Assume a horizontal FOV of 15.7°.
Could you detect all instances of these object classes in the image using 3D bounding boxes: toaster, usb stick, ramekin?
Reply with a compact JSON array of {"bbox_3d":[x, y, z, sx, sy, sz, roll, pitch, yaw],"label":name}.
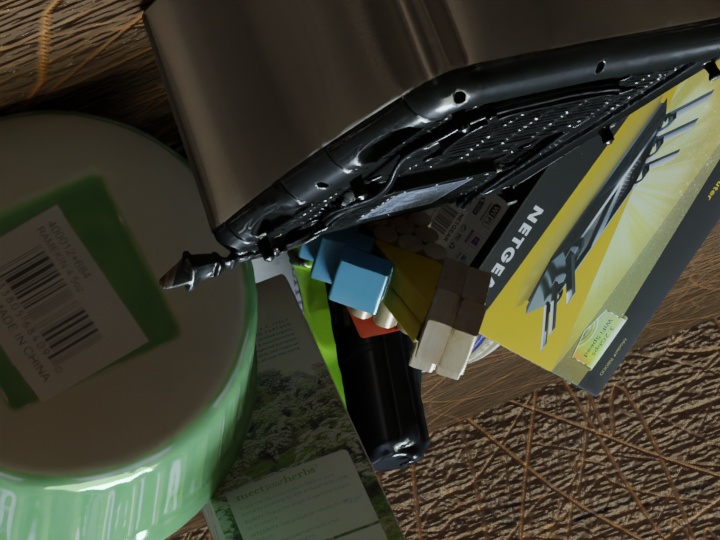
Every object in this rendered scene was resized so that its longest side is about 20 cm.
[{"bbox_3d":[0.022,-0.091,1.068,0.199,0.119,0.181,-14,168,-39],"label":"toaster"},{"bbox_3d":[0.000,0.000,1.288,0.032,0.201,0.055,-6,167,-19],"label":"usb stick"},{"bbox_3d":[-0.139,0.027,1.168,0.199,0.201,0.098,-18,163,-17],"label":"ramekin"}]

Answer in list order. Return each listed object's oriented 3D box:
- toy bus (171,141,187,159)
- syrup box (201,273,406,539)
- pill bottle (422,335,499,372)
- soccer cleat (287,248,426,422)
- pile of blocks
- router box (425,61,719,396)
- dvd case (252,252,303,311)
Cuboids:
[{"bbox_3d":[-0.125,-0.004,1.285,0.199,0.065,0.078,-25,-163,-18],"label":"toy bus"},{"bbox_3d":[-0.038,0.102,1.253,0.078,0.200,0.082,-19,135,-7],"label":"syrup box"},{"bbox_3d":[0.038,0.005,1.660,0.119,0.120,0.200,-26,170,30],"label":"pill bottle"},{"bbox_3d":[0.003,0.000,1.374,0.067,0.201,0.081,5,-168,31],"label":"soccer cleat"},{"bbox_3d":[-0.012,-0.013,1.172,0.082,0.200,0.062,-7,134,-29],"label":"pile of blocks"},{"bbox_3d":[0.121,-0.049,1.294,0.201,0.052,0.157,-56,143,5],"label":"router box"},{"bbox_3d":[-0.093,0.009,1.369,0.199,0.144,0.018,-18,-156,-22],"label":"dvd case"}]
